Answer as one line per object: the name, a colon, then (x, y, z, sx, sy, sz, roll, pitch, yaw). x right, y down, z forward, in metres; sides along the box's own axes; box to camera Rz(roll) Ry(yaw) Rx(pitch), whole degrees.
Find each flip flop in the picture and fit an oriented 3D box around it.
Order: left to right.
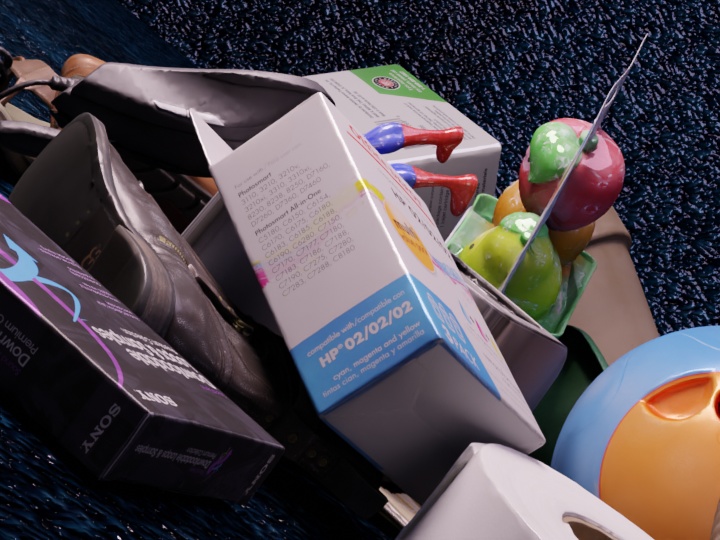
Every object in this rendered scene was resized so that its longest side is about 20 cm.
flip flop: (-0.187, -0.090, 1.349, 0.081, 0.058, 0.200, 40, 5, 17)

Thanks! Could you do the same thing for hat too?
hat: (0.077, 0.130, 1.517, 0.166, 0.175, 0.201, -131, -153, -66)

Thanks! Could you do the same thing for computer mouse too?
computer mouse: (-0.120, -0.066, 1.205, 0.199, 0.046, 0.140, 5, -15, -17)

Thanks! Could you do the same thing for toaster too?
toaster: (-0.003, 0.026, 1.279, 0.181, 0.119, 0.200, 39, 5, 20)

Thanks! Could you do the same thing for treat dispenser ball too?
treat dispenser ball: (0.207, 0.132, 1.353, 0.201, 0.201, 0.201, 38, 4, -3)

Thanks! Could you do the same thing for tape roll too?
tape roll: (0.107, 0.163, 1.018, 0.202, 0.071, 0.202, 37, 9, -7)

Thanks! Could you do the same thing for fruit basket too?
fruit basket: (0.106, -0.038, 1.423, 0.093, 0.201, 0.185, 25, 27, 6)

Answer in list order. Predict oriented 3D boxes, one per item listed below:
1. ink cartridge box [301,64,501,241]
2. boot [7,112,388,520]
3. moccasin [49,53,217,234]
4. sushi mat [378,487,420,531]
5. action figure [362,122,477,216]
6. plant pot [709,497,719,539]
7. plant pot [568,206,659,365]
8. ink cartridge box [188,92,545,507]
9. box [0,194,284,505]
ink cartridge box: (-0.028, -0.067, 1.614, 0.199, 0.083, 0.147, -10, 33, -28)
boot: (-0.074, 0.025, 1.100, 0.174, 0.069, 0.200, 36, 15, -36)
moccasin: (-0.110, -0.051, 1.353, 0.201, 0.073, 0.078, 40, 32, -44)
sushi mat: (0.080, 0.170, 1.168, 0.200, 0.012, 0.096, 40, 6, 22)
action figure: (-0.039, -0.050, 1.460, 0.199, 0.099, 0.065, 4, 52, -27)
plant pot: (0.227, 0.157, 1.109, 0.201, 0.093, 0.201, 48, -21, 26)
plant pot: (0.139, 0.071, 1.707, 0.174, 0.200, 0.200, 58, 10, 17)
ink cartridge box: (0.000, 0.000, 1.101, 0.115, 0.068, 0.200, 45, 15, -50)
box: (-0.130, 0.013, 0.922, 0.200, 0.036, 0.143, 41, 5, 19)
